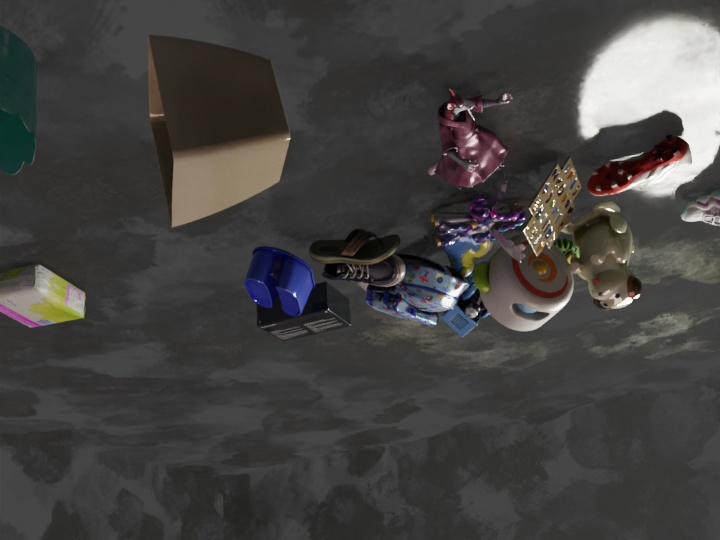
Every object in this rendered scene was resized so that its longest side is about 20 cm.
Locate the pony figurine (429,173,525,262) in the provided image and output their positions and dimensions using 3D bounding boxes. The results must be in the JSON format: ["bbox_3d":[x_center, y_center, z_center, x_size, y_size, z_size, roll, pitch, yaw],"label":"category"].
[{"bbox_3d":[0.241,-0.100,1.591,0.196,0.170,0.193,-10,-172,3],"label":"pony figurine"}]

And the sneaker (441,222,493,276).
[{"bbox_3d":[0.212,-0.052,1.772,0.103,0.077,0.201,17,148,-10],"label":"sneaker"}]

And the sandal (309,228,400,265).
[{"bbox_3d":[-0.015,-0.054,1.701,0.196,0.080,0.058,-3,124,9],"label":"sandal"}]

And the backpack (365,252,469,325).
[{"bbox_3d":[0.133,0.043,1.793,0.198,0.137,0.181,10,171,43],"label":"backpack"}]

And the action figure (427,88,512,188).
[{"bbox_3d":[0.171,-0.235,1.346,0.148,0.135,0.201,30,165,39],"label":"action figure"}]

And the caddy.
[{"bbox_3d":[-0.174,0.015,1.782,0.139,0.107,0.201,16,158,8],"label":"caddy"}]

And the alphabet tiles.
[{"bbox_3d":[0.371,-0.121,1.564,0.006,0.168,0.200,30,174,31],"label":"alphabet tiles"}]

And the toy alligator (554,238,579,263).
[{"bbox_3d":[0.483,-0.046,1.851,0.195,0.060,0.055,-1,116,-10],"label":"toy alligator"}]

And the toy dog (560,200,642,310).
[{"bbox_3d":[0.524,-0.015,1.738,0.138,0.204,0.192,-24,150,37],"label":"toy dog"}]

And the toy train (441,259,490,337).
[{"bbox_3d":[0.262,0.058,1.870,0.087,0.201,0.114,42,128,-6],"label":"toy train"}]

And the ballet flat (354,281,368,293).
[{"bbox_3d":[0.050,0.032,1.909,0.197,0.076,0.074,13,151,-35],"label":"ballet flat"}]

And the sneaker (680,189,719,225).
[{"bbox_3d":[0.777,-0.098,1.680,0.197,0.143,0.078,-16,155,22],"label":"sneaker"}]

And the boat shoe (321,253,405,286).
[{"bbox_3d":[0.000,0.000,1.734,0.092,0.076,0.198,-7,-175,-41],"label":"boat shoe"}]

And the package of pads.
[{"bbox_3d":[-0.722,0.060,1.803,0.151,0.070,0.200,-10,156,12],"label":"package of pads"}]

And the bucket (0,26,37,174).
[{"bbox_3d":[-0.537,-0.235,1.103,0.202,0.137,0.208,-5,155,-2],"label":"bucket"}]

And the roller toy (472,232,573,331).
[{"bbox_3d":[0.360,0.022,1.745,0.198,0.184,0.140,-28,165,-33],"label":"roller toy"}]

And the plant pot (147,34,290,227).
[{"bbox_3d":[-0.207,-0.207,1.187,0.174,0.203,0.201,-9,158,-19],"label":"plant pot"}]

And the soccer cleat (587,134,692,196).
[{"bbox_3d":[0.527,-0.186,1.529,0.198,0.070,0.085,-27,145,31],"label":"soccer cleat"}]

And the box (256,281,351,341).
[{"bbox_3d":[-0.141,0.104,2.015,0.196,0.080,0.141,-14,158,19],"label":"box"}]
